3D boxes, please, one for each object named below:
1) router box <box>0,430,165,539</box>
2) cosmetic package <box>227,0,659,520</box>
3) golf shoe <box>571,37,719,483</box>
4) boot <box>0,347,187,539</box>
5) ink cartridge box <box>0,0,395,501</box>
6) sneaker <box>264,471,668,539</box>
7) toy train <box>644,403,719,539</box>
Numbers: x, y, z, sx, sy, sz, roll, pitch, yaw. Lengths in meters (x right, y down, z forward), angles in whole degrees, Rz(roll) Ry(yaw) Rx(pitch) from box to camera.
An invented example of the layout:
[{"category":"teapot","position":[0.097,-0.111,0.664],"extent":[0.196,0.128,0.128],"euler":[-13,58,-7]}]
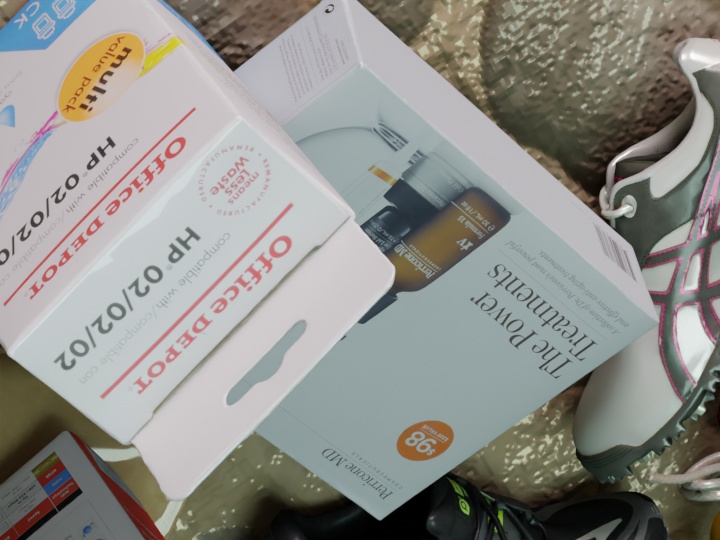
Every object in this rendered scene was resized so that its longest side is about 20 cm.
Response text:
[{"category":"router box","position":[-0.137,0.181,1.052],"extent":[0.200,0.180,0.049],"euler":[-40,133,-2]},{"category":"cosmetic package","position":[0.000,0.000,1.141],"extent":[0.151,0.052,0.200],"euler":[-36,131,20]},{"category":"golf shoe","position":[0.130,-0.007,1.230],"extent":[0.088,0.077,0.200],"euler":[25,106,-12]},{"category":"boot","position":[-0.176,0.103,1.133],"extent":[0.200,0.066,0.175],"euler":[16,111,-34]},{"category":"ink cartridge box","position":[-0.082,-0.022,1.020],"extent":[0.115,0.200,0.068],"euler":[-46,128,4]},{"category":"sneaker","position":[0.047,0.124,1.252],"extent":[0.199,0.071,0.083],"euler":[-5,126,-21]},{"category":"toy train","position":[0.175,0.115,1.293],"extent":[0.200,0.085,0.116],"euler":[-7,135,-38]}]
